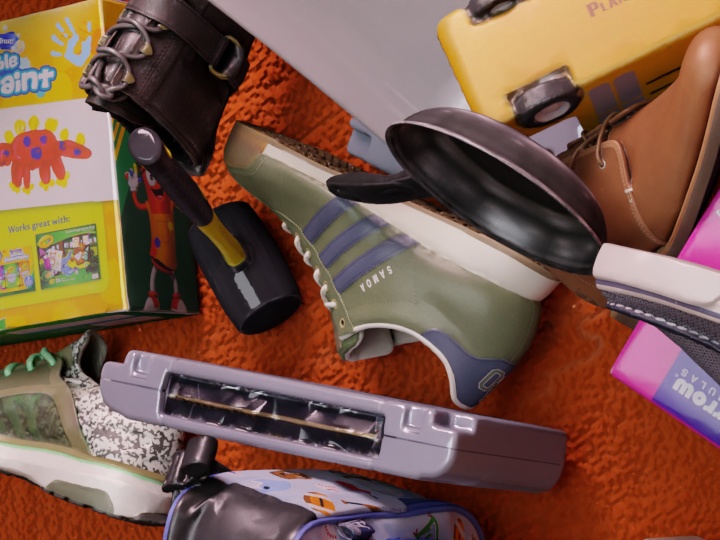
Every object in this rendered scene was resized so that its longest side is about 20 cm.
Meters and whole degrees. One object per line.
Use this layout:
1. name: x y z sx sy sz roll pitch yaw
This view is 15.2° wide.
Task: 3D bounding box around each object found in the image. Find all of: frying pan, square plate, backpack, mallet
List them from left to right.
1. mallet: -0.081 -0.034 1.327 0.041 0.200 0.066 -31 60 1
2. backpack: -0.009 0.179 1.267 0.154 0.190 0.200 17 101 25
3. square plate: 0.032 -0.167 1.261 0.198 0.028 0.200 38 112 -19
4. frying pan: 0.055 -0.032 1.231 0.115 0.190 0.031 35 78 -6

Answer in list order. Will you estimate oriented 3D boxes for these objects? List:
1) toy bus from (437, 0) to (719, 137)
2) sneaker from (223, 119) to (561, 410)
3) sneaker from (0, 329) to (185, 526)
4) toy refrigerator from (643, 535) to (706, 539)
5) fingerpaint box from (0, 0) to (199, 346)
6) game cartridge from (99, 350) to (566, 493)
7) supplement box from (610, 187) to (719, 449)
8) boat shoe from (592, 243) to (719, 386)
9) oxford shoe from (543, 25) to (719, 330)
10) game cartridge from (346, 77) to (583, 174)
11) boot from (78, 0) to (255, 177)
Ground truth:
1. toy bus: 0.139 -0.120 1.223 0.200 0.078 0.065 -26 69 6
2. sneaker: 0.000 0.000 1.342 0.200 0.067 0.090 27 98 28
3. sneaker: -0.166 0.071 1.447 0.200 0.077 0.089 19 84 25
4. toy refrigerator: 0.202 0.199 1.206 0.200 0.070 0.076 31 103 30
5. fingerpaint box: -0.192 -0.045 1.459 0.200 0.073 0.167 -10 82 30
6. game cartridge: -0.009 0.074 1.305 0.200 0.133 0.041 9 92 32
7. supplement box: 0.212 -0.013 1.190 0.101 0.103 0.200 34 106 18
8. boat shoe: 0.178 0.060 1.111 0.200 0.075 0.093 21 93 18
9. oxford shoe: 0.124 -0.045 1.208 0.071 0.071 0.200 26 143 3
10. game cartridge: 0.082 -0.124 1.322 0.133 0.040 0.200 28 101 33
11. boot: -0.084 -0.152 1.316 0.069 0.200 0.174 21 73 34
